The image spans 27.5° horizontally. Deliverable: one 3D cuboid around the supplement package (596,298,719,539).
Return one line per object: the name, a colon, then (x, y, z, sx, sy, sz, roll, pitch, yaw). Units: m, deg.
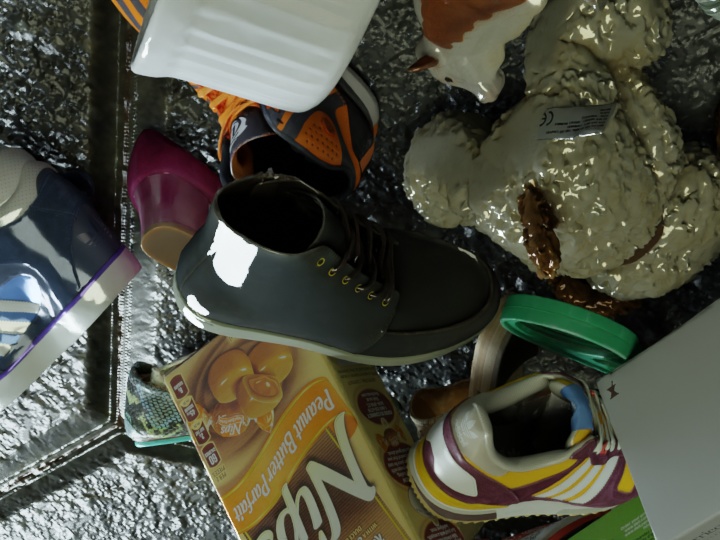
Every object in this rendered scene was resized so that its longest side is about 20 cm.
supplement package: (0.252, 0.102, 0.870, 0.199, 0.111, 0.114, 17, 135, -43)

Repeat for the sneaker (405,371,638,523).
sneaker: (0.128, 0.100, 0.874, 0.198, 0.076, 0.090, -8, 153, -34)

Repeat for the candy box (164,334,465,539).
candy box: (-0.027, 0.121, 0.894, 0.115, 0.055, 0.202, -36, 71, 27)

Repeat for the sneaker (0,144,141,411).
sneaker: (-0.250, 0.000, 0.979, 0.146, 0.081, 0.200, 45, 125, -10)

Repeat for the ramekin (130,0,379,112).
ramekin: (-0.038, -0.178, 0.735, 0.097, 0.202, 0.202, 20, 127, -12)

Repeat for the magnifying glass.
magnifying glass: (0.158, 0.056, 0.908, 0.079, 0.023, 0.199, 9, 168, 44)

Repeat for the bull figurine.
bull figurine: (0.076, -0.183, 0.750, 0.120, 0.065, 0.203, 6, 107, 32)

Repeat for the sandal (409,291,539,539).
sandal: (0.068, 0.090, 0.989, 0.069, 0.077, 0.213, 30, 134, 25)

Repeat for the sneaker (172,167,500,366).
sneaker: (0.000, 0.000, 0.830, 0.197, 0.076, 0.106, 2, 155, -18)

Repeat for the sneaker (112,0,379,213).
sneaker: (-0.072, -0.111, 0.836, 0.199, 0.113, 0.078, 35, 124, -14)

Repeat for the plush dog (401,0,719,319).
plush dog: (0.144, -0.044, 0.837, 0.170, 0.162, 0.200, 19, 130, -32)

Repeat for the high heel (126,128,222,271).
high heel: (-0.072, -0.015, 0.957, 0.199, 0.097, 0.067, 28, 125, -35)

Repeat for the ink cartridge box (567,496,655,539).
ink cartridge box: (0.221, 0.237, 0.976, 0.147, 0.076, 0.199, -38, 126, 24)

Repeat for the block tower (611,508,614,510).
block tower: (0.234, 0.163, 1.006, 0.199, 0.054, 0.058, 37, 123, -14)

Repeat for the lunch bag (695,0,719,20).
lunch bag: (0.231, -0.175, 0.683, 0.139, 0.201, 0.168, -32, 110, 32)

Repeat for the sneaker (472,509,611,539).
sneaker: (0.113, 0.206, 1.053, 0.200, 0.108, 0.068, -29, 113, -14)

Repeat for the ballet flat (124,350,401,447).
ballet flat: (-0.072, 0.081, 1.006, 0.197, 0.075, 0.075, -6, 124, 10)
